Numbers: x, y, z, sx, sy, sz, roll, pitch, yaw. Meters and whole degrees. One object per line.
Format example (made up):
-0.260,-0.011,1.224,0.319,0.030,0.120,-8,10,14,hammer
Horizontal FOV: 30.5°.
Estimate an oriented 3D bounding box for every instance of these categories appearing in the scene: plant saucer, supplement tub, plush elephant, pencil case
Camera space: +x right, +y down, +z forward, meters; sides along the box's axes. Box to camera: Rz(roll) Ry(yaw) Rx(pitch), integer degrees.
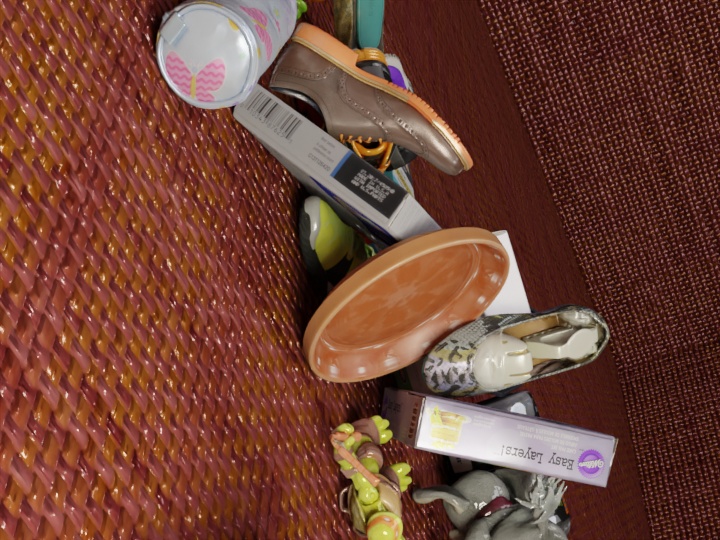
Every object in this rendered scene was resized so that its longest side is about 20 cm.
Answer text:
0.038,0.027,1.156,0.033,0.199,0.200,59,8,26,plant saucer
0.169,0.250,1.525,0.122,0.121,0.203,0,73,-75,supplement tub
0.134,0.275,1.356,0.154,0.163,0.203,30,-68,57,plush elephant
-0.108,-0.202,1.096,0.091,0.082,0.201,55,19,-17,pencil case

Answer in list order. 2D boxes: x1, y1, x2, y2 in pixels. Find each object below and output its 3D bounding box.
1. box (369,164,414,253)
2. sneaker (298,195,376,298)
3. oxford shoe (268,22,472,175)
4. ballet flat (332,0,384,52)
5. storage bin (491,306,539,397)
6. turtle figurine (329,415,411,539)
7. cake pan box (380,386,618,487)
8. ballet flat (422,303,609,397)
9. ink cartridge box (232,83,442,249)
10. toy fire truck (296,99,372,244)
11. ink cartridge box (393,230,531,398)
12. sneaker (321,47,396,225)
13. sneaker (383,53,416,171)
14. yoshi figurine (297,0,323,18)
0.029,-0.099,1.553,0.083,0.049,0.202,56,22,-49,box
0.000,0.000,1.276,0.076,0.075,0.201,-89,156,-46,sneaker
0.009,-0.135,1.178,0.199,0.073,0.071,35,-5,6,oxford shoe
-0.007,-0.250,1.533,0.071,0.070,0.203,-54,148,-72,ballet flat
0.141,0.071,1.557,0.134,0.095,0.200,30,8,13,storage bin
0.021,0.204,1.135,0.201,0.064,0.162,53,9,-14,turtle figurine
0.120,0.152,1.238,0.200,0.182,0.053,169,-65,-80,cake pan box
0.153,0.073,1.229,0.072,0.198,0.073,34,-49,52,ballet flat
-0.002,-0.069,1.205,0.197,0.047,0.200,36,-1,28,ink cartridge box
-0.019,-0.140,1.422,0.141,0.048,0.203,37,38,-67,toy fire truck
0.094,0.052,1.356,0.200,0.083,0.148,-19,-93,66,ink cartridge box
-0.002,-0.116,1.293,0.202,0.077,0.078,95,-24,-45,sneaker
0.027,-0.157,1.375,0.200,0.069,0.101,18,58,-72,sneaker
-0.054,-0.333,1.411,0.200,0.110,0.114,-17,96,-73,yoshi figurine
